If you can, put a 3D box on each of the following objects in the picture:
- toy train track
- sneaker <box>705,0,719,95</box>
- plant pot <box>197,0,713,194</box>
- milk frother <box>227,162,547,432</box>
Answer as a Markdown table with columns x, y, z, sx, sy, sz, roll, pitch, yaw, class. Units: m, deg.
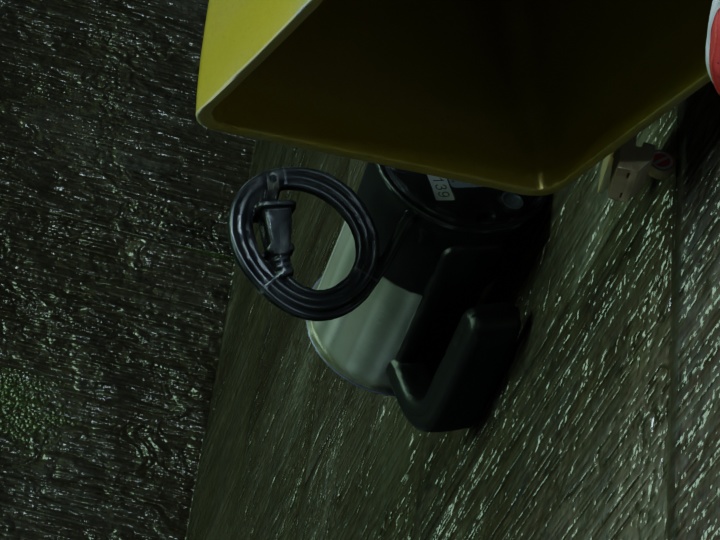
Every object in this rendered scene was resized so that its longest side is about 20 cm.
| x | y | z | sx | sy | sz | roll | pitch | yaw | class |
| --- | --- | --- | --- | --- | --- | --- | --- | --- | --- |
| 0.156 | -0.113 | 1.052 | 0.115 | 0.033 | 0.200 | 102 | -179 | -50 | toy train track |
| 0.171 | -0.072 | 0.727 | 0.200 | 0.071 | 0.113 | 128 | 158 | -65 | sneaker |
| 0.052 | -0.169 | 0.923 | 0.200 | 0.200 | 0.176 | -37 | 51 | 50 | plant pot |
| 0.000 | 0.000 | 1.321 | 0.188 | 0.200 | 0.181 | 113 | 164 | -49 | milk frother |
